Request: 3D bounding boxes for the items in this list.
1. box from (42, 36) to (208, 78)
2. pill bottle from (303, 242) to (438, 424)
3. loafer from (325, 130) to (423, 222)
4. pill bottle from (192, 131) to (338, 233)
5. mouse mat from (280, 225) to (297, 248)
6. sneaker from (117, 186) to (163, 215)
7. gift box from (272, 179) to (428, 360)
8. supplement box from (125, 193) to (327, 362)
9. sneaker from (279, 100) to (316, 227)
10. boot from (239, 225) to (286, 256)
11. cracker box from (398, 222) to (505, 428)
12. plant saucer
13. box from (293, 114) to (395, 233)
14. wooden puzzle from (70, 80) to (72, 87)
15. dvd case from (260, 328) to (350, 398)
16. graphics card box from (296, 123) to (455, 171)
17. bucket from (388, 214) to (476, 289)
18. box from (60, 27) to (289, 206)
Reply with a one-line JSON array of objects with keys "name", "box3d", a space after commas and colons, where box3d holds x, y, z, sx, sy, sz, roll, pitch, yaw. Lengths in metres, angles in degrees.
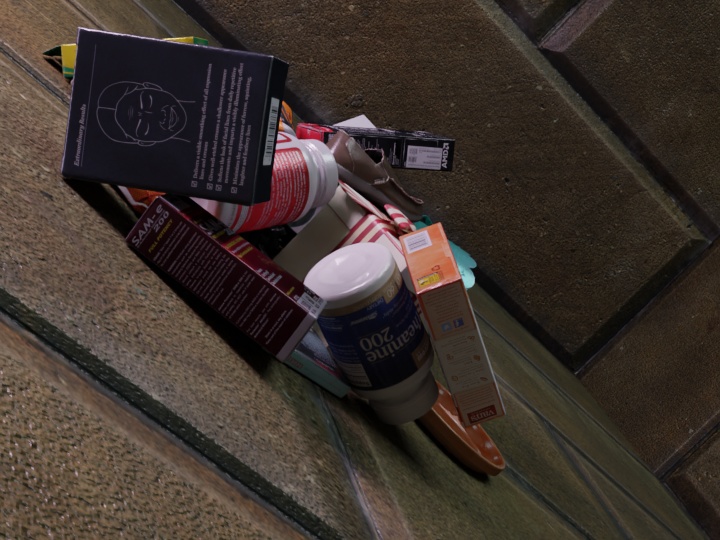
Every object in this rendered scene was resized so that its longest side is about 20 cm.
[{"name": "box", "box3d": [-0.306, -0.278, 1.582, 0.117, 0.199, 0.049, -68, 157, -81]}, {"name": "pill bottle", "box3d": [0.020, 0.077, 1.393, 0.201, 0.110, 0.111, 65, -3, -28]}, {"name": "loafer", "box3d": [0.024, -0.124, 1.603, 0.073, 0.071, 0.200, 23, -5, 45]}, {"name": "pill bottle", "box3d": [-0.125, -0.105, 1.431, 0.199, 0.113, 0.112, -13, 52, -44]}, {"name": "mouse mat", "box3d": [-0.104, -0.045, 1.718, 0.200, 0.008, 0.161, 42, -11, -16]}, {"name": "sneaker", "box3d": [-0.230, -0.107, 1.322, 0.200, 0.077, 0.073, 46, 6, -3]}, {"name": "gift box", "box3d": [0.000, 0.000, 1.552, 0.200, 0.187, 0.184, 50, 9, 29]}, {"name": "supplement box", "box3d": [-0.133, 0.003, 1.230, 0.200, 0.061, 0.109, 37, 8, -2]}, {"name": "sneaker", "box3d": [-0.105, -0.160, 1.671, 0.201, 0.077, 0.112, 83, -3, -46]}, {"name": "boot", "box3d": [-0.185, -0.107, 1.572, 0.162, 0.073, 0.198, 40, 8, -47]}, {"name": "cracker box", "box3d": [0.106, 0.064, 1.402, 0.134, 0.057, 0.201, -104, 174, -60]}, {"name": "plant saucer", "box3d": [0.121, 0.209, 1.670, 0.200, 0.032, 0.200, 43, 8, -8]}, {"name": "box", "box3d": [-0.034, -0.120, 1.848, 0.098, 0.124, 0.201, 49, -34, 27]}, {"name": "wooden puzzle", "box3d": [-0.237, -0.212, 1.518, 0.199, 0.047, 0.185, 19, 21, 40]}, {"name": "dvd case", "box3d": [-0.098, 0.052, 1.385, 0.146, 0.022, 0.200, 37, 10, -44]}, {"name": "graphics card box", "box3d": [0.020, -0.174, 1.698, 0.199, 0.051, 0.125, 0, 11, -19]}, {"name": "bucket", "box3d": [0.056, 0.016, 1.749, 0.135, 0.207, 0.207, 37, 10, -18]}, {"name": "box", "box3d": [-0.185, -0.154, 1.221, 0.199, 0.149, 0.107, 9, 6, 4]}]
